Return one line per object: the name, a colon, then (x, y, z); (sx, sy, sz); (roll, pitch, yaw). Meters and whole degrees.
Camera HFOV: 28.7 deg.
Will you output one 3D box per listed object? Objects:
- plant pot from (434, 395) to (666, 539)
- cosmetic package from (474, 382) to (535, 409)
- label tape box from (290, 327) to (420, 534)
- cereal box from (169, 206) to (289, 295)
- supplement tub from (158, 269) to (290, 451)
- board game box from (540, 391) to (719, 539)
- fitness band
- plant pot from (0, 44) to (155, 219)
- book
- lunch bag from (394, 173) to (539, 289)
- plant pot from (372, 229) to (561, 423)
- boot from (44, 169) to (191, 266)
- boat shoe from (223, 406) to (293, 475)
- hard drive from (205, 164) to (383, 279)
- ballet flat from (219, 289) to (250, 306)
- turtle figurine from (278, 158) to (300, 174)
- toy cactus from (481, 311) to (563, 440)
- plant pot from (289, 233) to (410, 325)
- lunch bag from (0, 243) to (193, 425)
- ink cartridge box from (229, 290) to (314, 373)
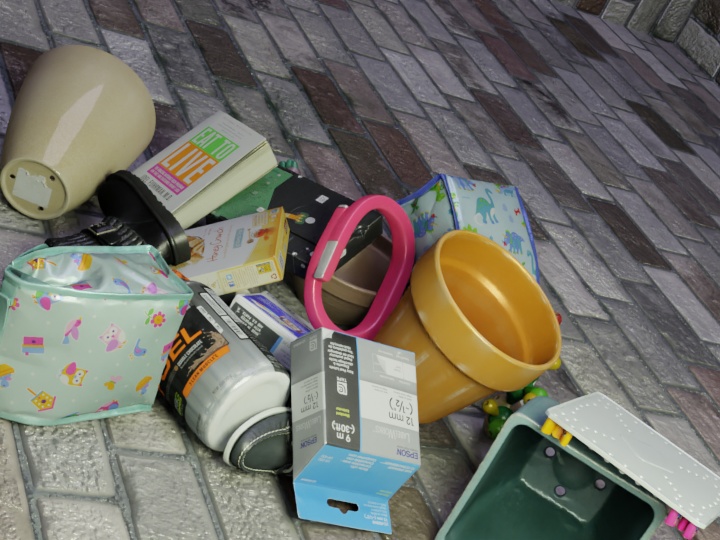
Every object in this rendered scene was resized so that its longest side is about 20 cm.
plant pot: (0.232, 0.259, 1.620); (0.196, 0.197, 0.200); (32, 21, 9)
cosmetic package: (0.145, 0.108, 1.903); (0.199, 0.102, 0.071); (31, 24, 4)
label tape box: (-0.004, 0.177, 1.549); (0.143, 0.066, 0.201); (18, 57, -38)
cereal box: (-0.190, -0.012, 1.735); (0.198, 0.040, 0.144); (-13, 27, 7)
supplement tub: (-0.180, 0.096, 1.581); (0.122, 0.123, 0.200); (-5, 40, -49)
board game box: (0.306, 0.208, 1.529); (0.200, 0.026, 0.200); (36, 15, 21)
fitness band: (0.000, 0.000, 1.783); (0.037, 0.201, 0.144); (6, -28, 44)
plant pot: (-0.385, -0.160, 1.819); (0.186, 0.188, 0.201); (25, 40, -6)
book: (-0.229, -0.126, 1.879); (0.200, 0.048, 0.133); (-38, 44, -16)
lunch bag: (0.149, -0.012, 1.876); (0.169, 0.127, 0.201); (3, 63, -45)
plant pot: (0.110, 0.085, 1.700); (0.199, 0.183, 0.201); (30, 35, -24)
boot: (-0.318, -0.042, 1.714); (0.157, 0.080, 0.211); (-26, 34, -20)
boat shoe: (-0.068, 0.194, 1.566); (0.060, 0.076, 0.199); (36, 27, 30)
hard drive: (-0.088, -0.064, 1.851); (0.199, 0.038, 0.140); (27, 47, 29)
ballet flat: (-0.173, 0.018, 1.797); (0.073, 0.073, 0.200); (20, 25, -16)
turtle figurine: (-0.175, -0.112, 2.004); (0.149, 0.102, 0.200); (-6, 6, 32)
toy cactus: (0.205, 0.160, 1.790); (0.102, 0.165, 0.201); (21, 49, -1)
plant pot: (-0.027, 0.009, 1.925); (0.200, 0.093, 0.201); (23, 25, -11)
lunch bag: (-0.300, 0.065, 1.465); (0.199, 0.171, 0.122); (-2, 34, -40)
ink cartridge box: (-0.067, 0.099, 1.729); (0.198, 0.044, 0.200); (37, 5, 5)
